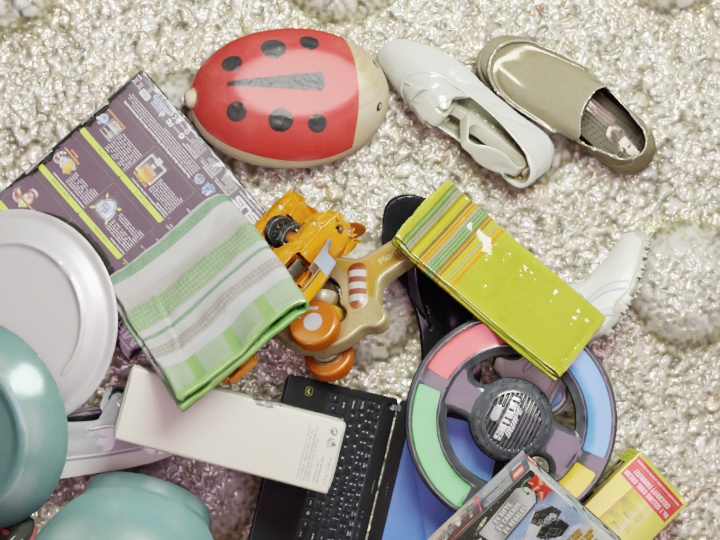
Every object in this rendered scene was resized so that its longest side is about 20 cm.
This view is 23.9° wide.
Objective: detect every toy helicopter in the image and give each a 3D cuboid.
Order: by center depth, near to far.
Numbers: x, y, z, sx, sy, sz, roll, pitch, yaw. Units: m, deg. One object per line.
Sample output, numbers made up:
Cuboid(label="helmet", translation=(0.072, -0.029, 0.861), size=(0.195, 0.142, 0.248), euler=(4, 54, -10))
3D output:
Cuboid(label="toy helicopter", translation=(0.000, 0.000, 1.597), size=(0.199, 0.079, 0.133), euler=(-32, 57, -5))

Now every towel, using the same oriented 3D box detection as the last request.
Cuboid(label="towel", translation=(-0.141, 0.021, 1.506), size=(0.149, 0.200, 0.031), euler=(-41, 129, -1))
Cuboid(label="towel", translation=(0.128, 0.007, 1.567), size=(0.200, 0.018, 0.086), euler=(41, 68, 3))

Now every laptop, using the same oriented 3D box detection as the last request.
Cuboid(label="laptop", translation=(0.017, 0.208, 1.594), size=(0.199, 0.103, 0.179), euler=(15, 87, -31))

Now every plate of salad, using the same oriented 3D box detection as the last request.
Cuboid(label="plate of salad", translation=(-0.312, 0.044, 1.578), size=(0.198, 0.048, 0.202), euler=(1, 92, 15))

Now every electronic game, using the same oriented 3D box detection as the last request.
Cuboid(label="electronic game", translation=(0.140, 0.139, 1.579), size=(0.198, 0.042, 0.202), euler=(0, 91, -3))

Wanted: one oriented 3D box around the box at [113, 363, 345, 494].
Cuboid(label="box", translation=(-0.119, 0.142, 1.534), size=(0.199, 0.082, 0.069), euler=(16, 86, -8))

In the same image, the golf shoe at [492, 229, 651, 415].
Cuboid(label="golf shoe", translation=(0.203, 0.036, 1.634), size=(0.097, 0.078, 0.201), euler=(31, 86, 2))

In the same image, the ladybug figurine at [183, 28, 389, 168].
Cuboid(label="ladybug figurine", translation=(-0.066, -0.166, 1.601), size=(0.198, 0.072, 0.137), euler=(-7, 81, -13))

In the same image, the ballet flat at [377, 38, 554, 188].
Cuboid(label="ballet flat", translation=(0.097, -0.148, 1.623), size=(0.199, 0.069, 0.070), euler=(35, 86, -6))

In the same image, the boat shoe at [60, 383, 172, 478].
Cuboid(label="boat shoe", translation=(-0.230, 0.144, 1.592), size=(0.199, 0.070, 0.072), euler=(-11, 100, -2))

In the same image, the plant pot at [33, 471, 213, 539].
Cuboid(label="plant pot", translation=(-0.208, 0.267, 1.548), size=(0.199, 0.201, 0.135), euler=(18, 60, -4))

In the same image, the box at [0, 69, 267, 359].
Cuboid(label="box", translation=(-0.212, -0.052, 1.613), size=(0.193, 0.048, 0.200), euler=(-42, 93, -2))

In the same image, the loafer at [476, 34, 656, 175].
Cuboid(label="loafer", translation=(0.204, -0.164, 1.638), size=(0.199, 0.068, 0.076), euler=(30, 87, -4))

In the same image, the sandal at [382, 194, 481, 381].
Cuboid(label="sandal", translation=(0.076, 0.021, 1.636), size=(0.076, 0.043, 0.202), euler=(-18, 90, -4))

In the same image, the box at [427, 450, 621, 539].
Cuboid(label="box", translation=(0.127, 0.279, 1.564), size=(0.200, 0.040, 0.137), euler=(-44, 110, 11))

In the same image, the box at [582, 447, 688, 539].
Cuboid(label="box", translation=(0.217, 0.266, 1.641), size=(0.200, 0.050, 0.075), euler=(-42, 92, -5))

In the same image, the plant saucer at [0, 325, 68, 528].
Cuboid(label="plant saucer", translation=(-0.363, 0.144, 1.559), size=(0.198, 0.036, 0.202), euler=(3, 100, 19))

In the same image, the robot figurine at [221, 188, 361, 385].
Cuboid(label="robot figurine", translation=(-0.095, 0.021, 1.546), size=(0.200, 0.145, 0.058), euler=(-50, 123, -8))

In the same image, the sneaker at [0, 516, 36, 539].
Cuboid(label="sneaker", translation=(-0.349, 0.324, 1.593), size=(0.087, 0.074, 0.201), euler=(34, 82, -29))
